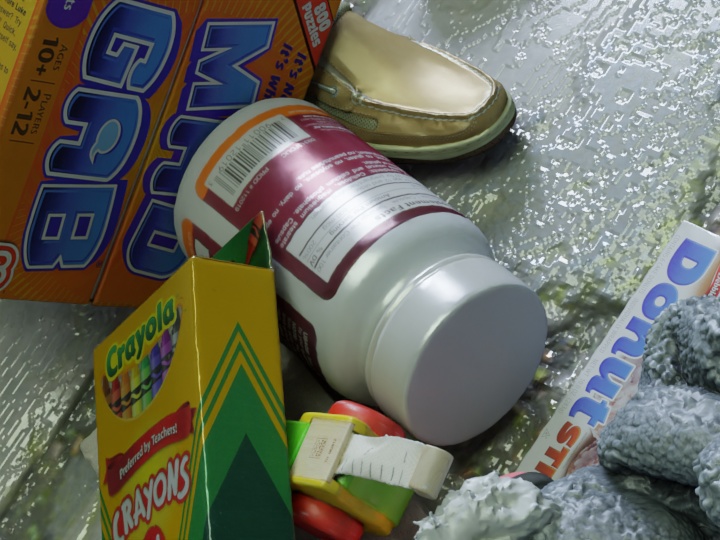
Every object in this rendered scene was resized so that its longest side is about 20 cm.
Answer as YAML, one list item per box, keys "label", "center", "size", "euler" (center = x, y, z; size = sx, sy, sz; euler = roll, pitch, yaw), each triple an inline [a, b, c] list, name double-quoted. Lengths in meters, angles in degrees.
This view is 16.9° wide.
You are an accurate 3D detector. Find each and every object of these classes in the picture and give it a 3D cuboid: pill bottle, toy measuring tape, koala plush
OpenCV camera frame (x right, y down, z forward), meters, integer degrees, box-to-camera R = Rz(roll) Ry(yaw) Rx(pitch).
- label: "pill bottle"
  center: [0.000, 0.000, 1.286]
  size: [0.114, 0.114, 0.200]
  euler: [-48, 51, -4]
- label: "toy measuring tape"
  center: [0.011, 0.102, 1.183]
  size: [0.074, 0.073, 0.200]
  euler: [-61, 23, -14]
- label: "koala plush"
  center: [0.135, 0.123, 1.110]
  size: [0.200, 0.177, 0.184]
  euler: [-35, 39, 7]

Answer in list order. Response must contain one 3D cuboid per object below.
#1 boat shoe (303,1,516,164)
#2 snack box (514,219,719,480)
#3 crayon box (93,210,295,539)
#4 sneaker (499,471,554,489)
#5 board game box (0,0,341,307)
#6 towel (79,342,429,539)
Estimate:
- label: "boat shoe"
  center: [-0.005, -0.115, 1.374]
  size: [0.199, 0.076, 0.072]
  euler: [12, 48, 33]
- label: "snack box"
  center: [0.139, 0.072, 1.220]
  size: [0.072, 0.024, 0.200]
  euler: [27, 78, 40]
- label: "crayon box"
  center: [-0.088, 0.081, 1.240]
  size: [0.127, 0.051, 0.201]
  euler: [-41, 47, 50]
- label: "sneaker"
  center: [0.018, 0.166, 1.191]
  size: [0.200, 0.074, 0.087]
  euler: [-51, 40, 9]
- label: "board game box"
  center: [-0.172, -0.115, 1.355]
  size: [0.200, 0.199, 0.201]
  euler: [37, 112, 40]
- label: "towel"
  center: [-0.058, 0.116, 1.303]
  size: [0.132, 0.034, 0.200]
  euler: [-42, 52, 2]
